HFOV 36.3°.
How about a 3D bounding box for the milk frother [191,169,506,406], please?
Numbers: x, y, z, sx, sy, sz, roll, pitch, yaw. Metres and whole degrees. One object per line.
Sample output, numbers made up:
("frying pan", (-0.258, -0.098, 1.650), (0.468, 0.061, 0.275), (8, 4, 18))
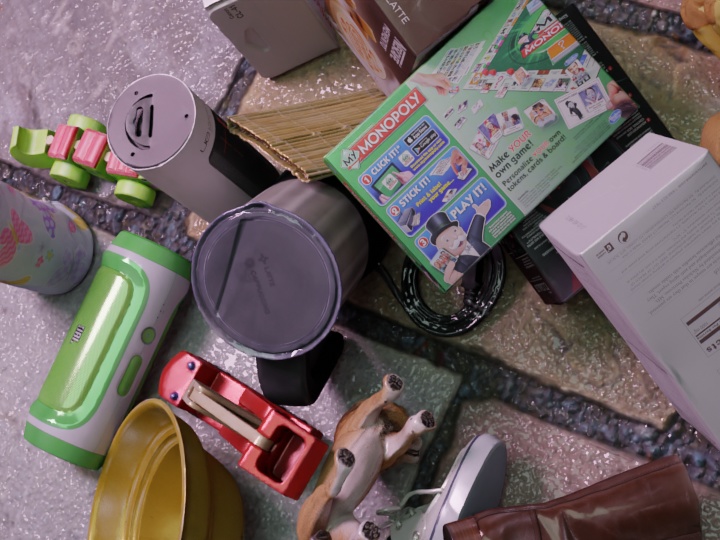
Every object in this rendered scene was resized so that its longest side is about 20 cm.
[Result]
("milk frother", (0.000, 0.000, 0.871), (0.198, 0.188, 0.182), (-16, 103, 18))

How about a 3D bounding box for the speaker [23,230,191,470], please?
("speaker", (-0.224, 0.070, 0.982), (0.088, 0.088, 0.202), (20, 81, 22))

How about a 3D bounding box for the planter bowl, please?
("planter bowl", (-0.150, 0.211, 0.895), (0.200, 0.083, 0.203), (-31, 53, 51))

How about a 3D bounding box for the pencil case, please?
("pencil case", (-0.315, -0.035, 0.984), (0.082, 0.200, 0.092), (9, 84, 14))

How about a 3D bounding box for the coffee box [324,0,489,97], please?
("coffee box", (0.033, -0.216, 0.889), (0.079, 0.200, 0.115), (-38, 90, -3))

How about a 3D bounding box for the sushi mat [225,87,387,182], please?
("sushi mat", (-0.013, -0.117, 0.926), (0.095, 0.199, 0.012), (37, 124, 25))

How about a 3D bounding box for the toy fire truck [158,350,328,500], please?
("toy fire truck", (-0.099, 0.119, 0.890), (0.199, 0.141, 0.049), (28, 84, 27))

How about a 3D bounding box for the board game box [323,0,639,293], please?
("board game box", (0.089, -0.100, 0.815), (0.200, 0.029, 0.135), (-43, 88, -3))

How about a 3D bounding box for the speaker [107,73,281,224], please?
("speaker", (-0.133, -0.090, 0.935), (0.080, 0.200, 0.082), (-5, 72, 18))

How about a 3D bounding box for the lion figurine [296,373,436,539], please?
("lion figurine", (-0.007, 0.156, 0.821), (0.072, 0.200, 0.123), (43, 133, 3))

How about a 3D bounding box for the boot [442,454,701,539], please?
("boot", (0.172, 0.244, 0.813), (0.198, 0.064, 0.189), (-13, 105, -9))

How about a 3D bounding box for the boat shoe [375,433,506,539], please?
("boat shoe", (0.044, 0.215, 0.864), (0.085, 0.074, 0.204), (21, 89, 31))

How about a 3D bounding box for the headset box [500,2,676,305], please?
("headset box", (0.163, -0.080, 0.868), (0.148, 0.075, 0.201), (-37, 88, -3))

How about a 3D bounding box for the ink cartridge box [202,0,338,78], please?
("ink cartridge box", (-0.100, -0.304, 1.018), (0.085, 0.148, 0.202), (-21, 70, 12))

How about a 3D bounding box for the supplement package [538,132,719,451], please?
("supplement package", (0.237, 0.019, 0.780), (0.109, 0.114, 0.200), (-38, 104, 4))

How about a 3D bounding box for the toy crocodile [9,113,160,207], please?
("toy crocodile", (-0.245, -0.109, 1.054), (0.198, 0.062, 0.068), (14, 79, 21))

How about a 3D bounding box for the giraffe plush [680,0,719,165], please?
("giraffe plush", (0.318, -0.114, 0.839), (0.199, 0.173, 0.163), (27, 94, -11))
